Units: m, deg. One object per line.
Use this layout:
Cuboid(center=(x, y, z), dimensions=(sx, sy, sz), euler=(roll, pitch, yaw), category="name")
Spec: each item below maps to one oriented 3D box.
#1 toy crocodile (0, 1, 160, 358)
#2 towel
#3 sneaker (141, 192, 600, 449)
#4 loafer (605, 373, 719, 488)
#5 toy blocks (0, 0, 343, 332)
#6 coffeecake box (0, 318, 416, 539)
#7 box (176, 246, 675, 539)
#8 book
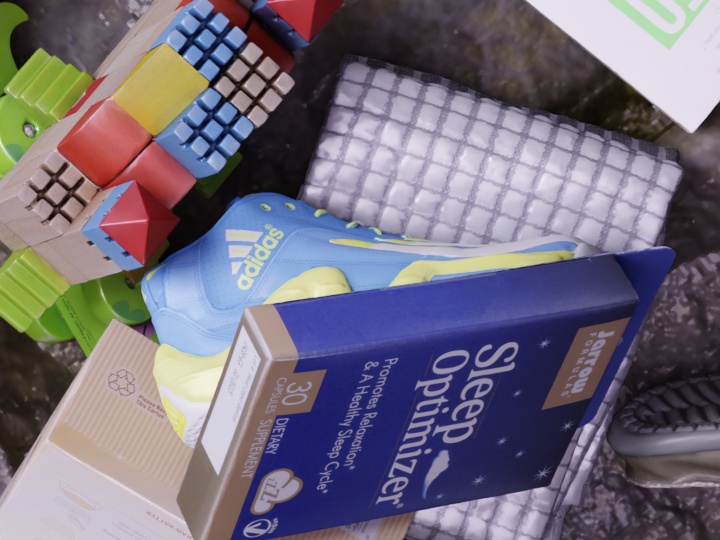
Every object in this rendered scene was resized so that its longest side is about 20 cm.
Cuboid(center=(-0.135, -0.026, 1.329), dimensions=(0.067, 0.062, 0.200), euler=(-21, 105, 48), category="toy crocodile")
Cuboid(center=(0.039, 0.019, 1.320), dimensions=(0.165, 0.086, 0.200), euler=(18, 101, -4), category="towel")
Cuboid(center=(0.000, 0.000, 1.234), dimensions=(0.200, 0.076, 0.105), euler=(-18, 67, -22), category="sneaker")
Cuboid(center=(0.208, 0.090, 1.325), dimensions=(0.200, 0.075, 0.070), euler=(2, 107, -7), category="loafer")
Cuboid(center=(-0.079, -0.069, 1.236), dimensions=(0.100, 0.137, 0.200), euler=(42, 72, -13), category="toy blocks")
Cuboid(center=(-0.087, 0.132, 1.297), dimensions=(0.153, 0.073, 0.200), euler=(31, 141, -5), category="coffeecake box")
Cuboid(center=(0.033, 0.050, 1.196), dimensions=(0.200, 0.032, 0.121), euler=(-10, 142, -28), category="box")
Cuboid(center=(0.108, -0.174, 1.296), dimensions=(0.200, 0.048, 0.134), euler=(38, 97, -4), category="book")
